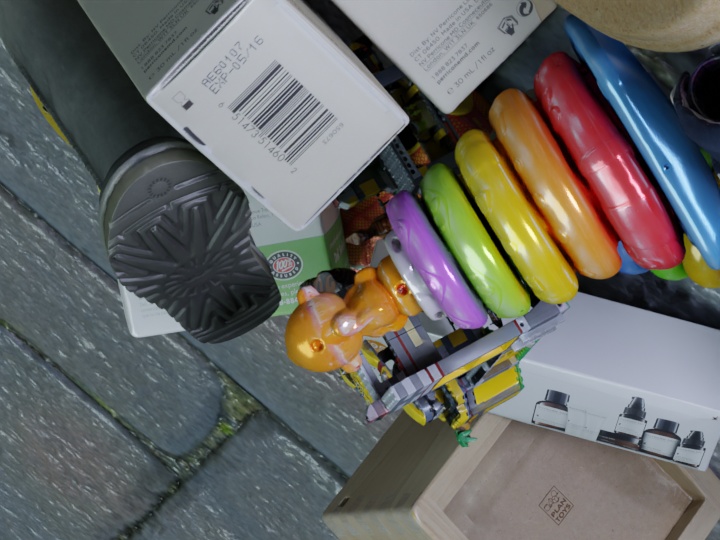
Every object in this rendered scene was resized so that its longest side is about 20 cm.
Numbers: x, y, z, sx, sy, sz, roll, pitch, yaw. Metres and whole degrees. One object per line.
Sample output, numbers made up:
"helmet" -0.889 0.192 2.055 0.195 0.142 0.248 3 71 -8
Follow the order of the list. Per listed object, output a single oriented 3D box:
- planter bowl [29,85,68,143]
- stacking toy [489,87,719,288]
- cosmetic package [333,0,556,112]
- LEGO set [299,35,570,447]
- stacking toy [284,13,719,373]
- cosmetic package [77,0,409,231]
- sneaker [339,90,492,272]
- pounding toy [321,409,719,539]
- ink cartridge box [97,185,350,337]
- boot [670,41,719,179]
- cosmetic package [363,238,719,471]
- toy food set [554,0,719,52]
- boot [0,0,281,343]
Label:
"planter bowl" -0.127 -0.110 1.486 0.200 0.084 0.201 32 154 18
"stacking toy" 0.158 -0.024 1.253 0.199 0.085 0.086 18 148 28
"cosmetic package" -0.015 -0.170 1.152 0.200 0.073 0.104 44 -175 -32
"LEGO set" 0.000 0.000 1.268 0.200 0.116 0.154 62 159 2
"stacking toy" 0.054 -0.014 1.163 0.116 0.200 0.110 56 -175 -15
"cosmetic package" -0.066 -0.111 1.168 0.104 0.073 0.200 42 -173 -36
"sneaker" 0.026 -0.049 1.415 0.077 0.073 0.200 57 147 0
"pounding toy" 0.091 0.160 1.512 0.200 0.184 0.142 48 154 -17
"ink cartridge box" -0.081 -0.076 1.388 0.117 0.067 0.201 -9 102 10
"boot" 0.166 -0.068 1.091 0.090 0.073 0.200 37 -175 -17
"cosmetic package" 0.096 0.046 1.396 0.199 0.051 0.083 15 152 5
"toy food set" 0.102 -0.183 1.039 0.198 0.049 0.201 18 127 52
"boot" -0.115 -0.076 1.232 0.182 0.072 0.200 74 170 -65
